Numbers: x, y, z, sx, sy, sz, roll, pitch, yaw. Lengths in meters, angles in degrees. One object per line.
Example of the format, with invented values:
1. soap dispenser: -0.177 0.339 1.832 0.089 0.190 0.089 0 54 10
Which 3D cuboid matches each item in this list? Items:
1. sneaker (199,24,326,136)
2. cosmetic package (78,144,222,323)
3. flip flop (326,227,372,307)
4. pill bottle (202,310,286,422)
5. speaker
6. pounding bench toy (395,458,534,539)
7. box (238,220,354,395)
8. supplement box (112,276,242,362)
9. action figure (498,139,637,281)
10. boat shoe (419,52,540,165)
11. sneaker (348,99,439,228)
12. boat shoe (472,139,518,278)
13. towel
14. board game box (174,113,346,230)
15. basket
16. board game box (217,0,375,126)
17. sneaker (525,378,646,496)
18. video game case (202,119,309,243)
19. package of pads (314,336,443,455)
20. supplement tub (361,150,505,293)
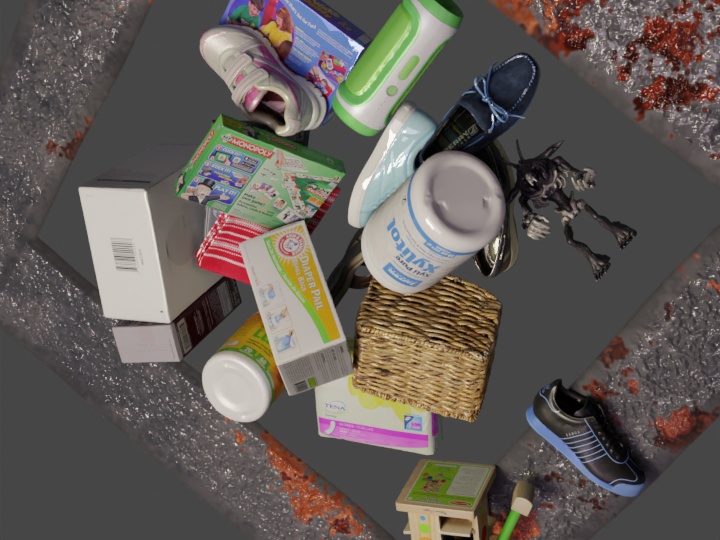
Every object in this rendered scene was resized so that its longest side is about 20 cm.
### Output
1. sneaker: -0.140 -0.256 1.554 0.199 0.088 0.082 37 122 4
2. cosmetic package: -0.295 -0.059 1.697 0.121 0.200 0.203 4 114 24
3. flip flop: 0.000 0.000 1.672 0.057 0.082 0.201 26 128 -10
4. pill bottle: -0.141 0.125 1.709 0.109 0.200 0.113 11 120 20
5. speaker: 0.047 -0.275 1.509 0.088 0.088 0.201 40 114 2
6. pounding bench toy: 0.171 0.393 1.740 0.196 0.124 0.159 1 113 23
7. box: -0.089 0.051 1.612 0.100 0.202 0.113 -19 151 -3
8. supplement box: -0.274 0.067 1.743 0.107 0.200 0.062 -4 112 24
9. action figure: 0.264 -0.088 1.497 0.199 0.102 0.119 41 101 0
10. boat shoe: 0.157 -0.196 1.491 0.084 0.068 0.201 43 104 18
11. sneaker: 0.049 -0.129 1.591 0.081 0.074 0.202 34 122 11
12. boat shoe: 0.170 -0.087 1.560 0.071 0.066 0.204 -2 111 27
13. towel: -0.135 -0.064 1.671 0.143 0.023 0.201 21 116 -31
14. board game box: -0.136 -0.125 1.575 0.198 0.029 0.135 19 128 -32
15. basket: 0.094 0.098 1.639 0.196 0.144 0.150 12 138 9
16. board game box: -0.095 -0.314 1.587 0.199 0.045 0.135 37 122 5
17. sneaker: 0.330 0.236 1.634 0.199 0.070 0.078 36 128 6
18. video game case: -0.152 -0.118 1.668 0.140 0.019 0.203 -1 119 -18
19. package of pads: 0.025 0.184 1.744 0.196 0.068 0.157 6 115 21
20. supplement tub: 0.092 -0.060 1.506 0.132 0.132 0.200 45 151 -1
